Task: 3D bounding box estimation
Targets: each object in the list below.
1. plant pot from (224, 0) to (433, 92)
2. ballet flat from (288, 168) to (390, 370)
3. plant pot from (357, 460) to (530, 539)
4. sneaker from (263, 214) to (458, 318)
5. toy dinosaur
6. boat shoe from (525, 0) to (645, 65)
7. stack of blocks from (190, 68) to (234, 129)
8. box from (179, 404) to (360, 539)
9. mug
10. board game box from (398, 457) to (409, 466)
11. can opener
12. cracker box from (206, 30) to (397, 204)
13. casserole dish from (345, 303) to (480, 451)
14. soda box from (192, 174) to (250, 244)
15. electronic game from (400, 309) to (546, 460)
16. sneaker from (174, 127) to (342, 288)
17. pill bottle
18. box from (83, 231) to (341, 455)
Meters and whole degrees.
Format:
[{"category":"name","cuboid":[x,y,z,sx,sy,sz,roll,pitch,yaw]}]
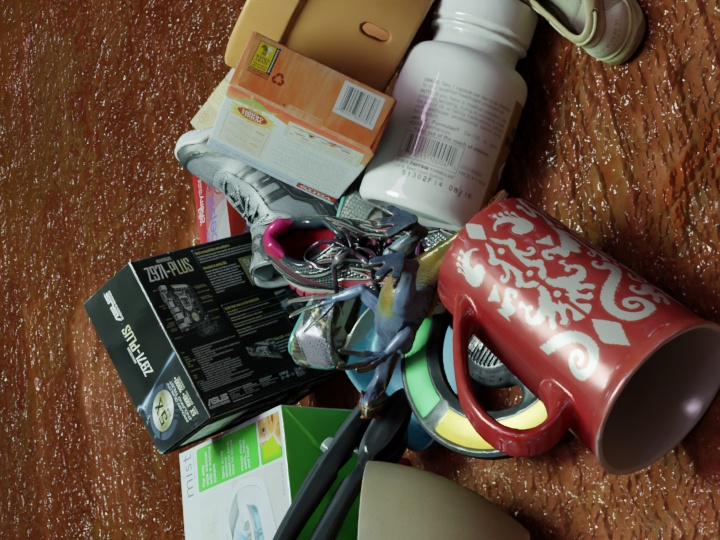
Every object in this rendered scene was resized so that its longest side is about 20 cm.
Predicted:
[{"category":"plant pot","cuboid":[-0.014,-0.239,1.356,0.201,0.139,0.200,-60,3,5]},{"category":"ballet flat","cuboid":[0.000,0.000,1.388,0.072,0.072,0.201,9,76,53]},{"category":"plant pot","cuboid":[0.070,0.256,1.218,0.200,0.133,0.202,1,-90,-86]},{"category":"sneaker","cuboid":[0.008,-0.007,1.298,0.199,0.075,0.081,0,66,26]},{"category":"toy dinosaur","cuboid":[0.038,0.044,1.237,0.182,0.199,0.105,75,-174,-47]},{"category":"boat shoe","cuboid":[0.165,-0.249,1.279,0.073,0.063,0.201,-54,44,30]},{"category":"stack of blocks","cuboid":[-0.061,-0.187,1.519,0.200,0.115,0.059,-50,44,8]},{"category":"box","cuboid":[-0.077,0.246,1.399,0.176,0.096,0.201,-27,62,44]},{"category":"mug","cuboid":[0.145,0.041,1.125,0.200,0.177,0.134,43,123,38]},{"category":"board game box","cuboid":[-0.013,0.284,1.417,0.200,0.040,0.154,-40,53,41]},{"category":"can opener","cuboid":[-0.022,0.184,1.306,0.063,0.079,0.200,28,65,23]},{"category":"cracker box","cuboid":[-0.056,-0.129,1.324,0.200,0.133,0.058,140,154,-75]},{"category":"casserole dish","cuboid":[0.049,0.079,1.383,0.200,0.039,0.122,48,121,47]},{"category":"soda box","cuboid":[-0.127,-0.023,1.609,0.063,0.070,0.201,-34,57,47]},{"category":"electronic game","cuboid":[0.117,0.058,1.257,0.199,0.042,0.201,-16,63,33]},{"category":"sneaker","cuboid":[-0.098,-0.055,1.433,0.076,0.199,0.114,114,180,-61]},{"category":"pill bottle","cuboid":[0.082,-0.140,1.317,0.114,0.114,0.201,15,85,53]},{"category":"box","cuboid":[-0.135,0.062,1.437,0.086,0.199,0.164,-37,78,38]}]
